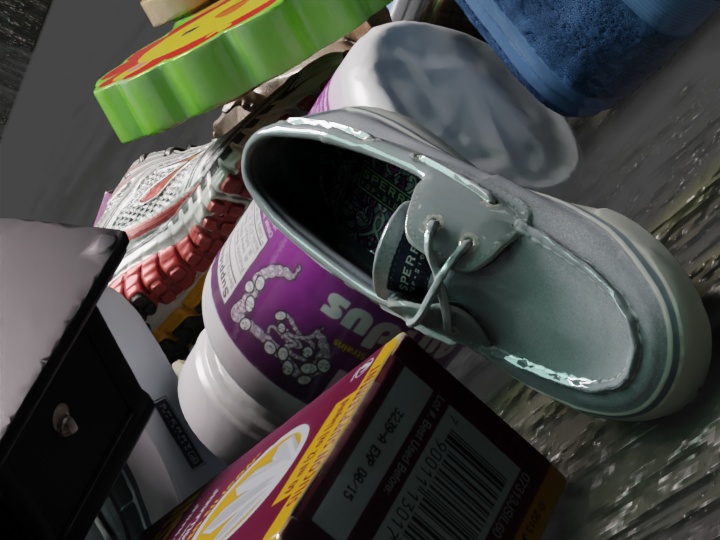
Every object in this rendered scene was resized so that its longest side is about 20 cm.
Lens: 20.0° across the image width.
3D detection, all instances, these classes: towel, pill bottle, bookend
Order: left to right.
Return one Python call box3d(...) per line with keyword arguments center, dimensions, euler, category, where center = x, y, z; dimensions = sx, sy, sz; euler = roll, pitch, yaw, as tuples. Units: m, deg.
box3d(center=(-0.145, 0.118, 0.857), dimensions=(0.199, 0.092, 0.200), euler=(-63, -33, -36), category="bookend")
box3d(center=(0.000, 0.000, 0.876), dimensions=(0.200, 0.112, 0.112), euler=(-55, 19, 35), category="pill bottle")
box3d(center=(0.104, -0.144, 0.767), dimensions=(0.048, 0.112, 0.200), euler=(-30, -9, -39), category="towel")

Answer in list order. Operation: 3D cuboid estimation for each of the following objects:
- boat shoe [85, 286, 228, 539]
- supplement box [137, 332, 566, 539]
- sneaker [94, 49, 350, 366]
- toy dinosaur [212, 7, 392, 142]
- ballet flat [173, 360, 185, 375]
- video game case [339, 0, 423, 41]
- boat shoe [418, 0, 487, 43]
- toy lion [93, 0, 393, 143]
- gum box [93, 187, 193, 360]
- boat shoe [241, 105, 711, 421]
box3d(center=(-0.101, 0.108, 0.934), dimensions=(0.068, 0.200, 0.072), euler=(-31, -6, 24), category="boat shoe")
box3d(center=(-0.029, 0.124, 0.758), dimensions=(0.200, 0.086, 0.110), euler=(-39, 12, 45), category="supplement box")
box3d(center=(-0.075, -0.039, 0.986), dimensions=(0.200, 0.078, 0.082), euler=(-40, 53, 13), category="sneaker")
box3d(center=(-0.017, -0.094, 1.105), dimensions=(0.199, 0.136, 0.086), euler=(-4, 65, 27), category="toy dinosaur")
box3d(center=(-0.073, 0.042, 1.119), dimensions=(0.200, 0.075, 0.068), euler=(-61, 20, 18), category="ballet flat")
box3d(center=(-0.017, -0.091, 1.237), dimensions=(0.200, 0.017, 0.143), euler=(-69, 16, -11), category="video game case")
box3d(center=(0.057, -0.110, 0.924), dimensions=(0.200, 0.071, 0.065), euler=(-56, 19, 36), category="boat shoe")
box3d(center=(-0.027, -0.123, 0.932), dimensions=(0.200, 0.069, 0.192), euler=(-28, 13, 3), category="toy lion")
box3d(center=(-0.122, 0.007, 1.235), dimensions=(0.200, 0.066, 0.114), euler=(-52, -17, -81), category="gum box")
box3d(center=(0.031, -0.002, 0.712), dimensions=(0.201, 0.071, 0.070), euler=(33, 118, 42), category="boat shoe")
